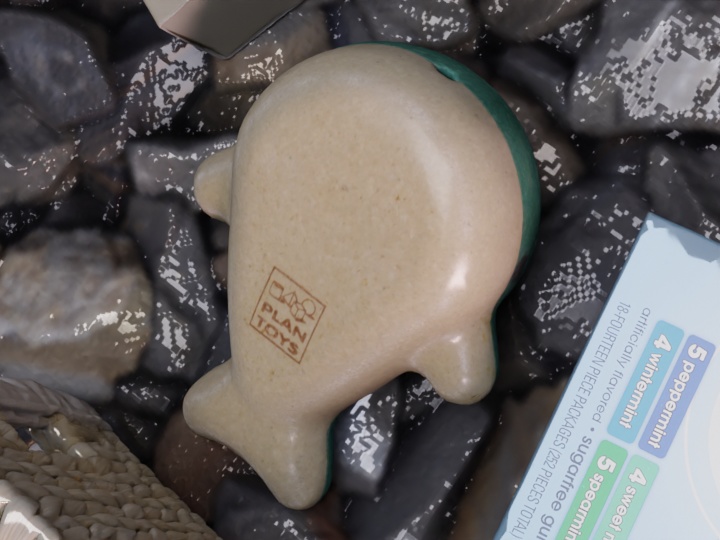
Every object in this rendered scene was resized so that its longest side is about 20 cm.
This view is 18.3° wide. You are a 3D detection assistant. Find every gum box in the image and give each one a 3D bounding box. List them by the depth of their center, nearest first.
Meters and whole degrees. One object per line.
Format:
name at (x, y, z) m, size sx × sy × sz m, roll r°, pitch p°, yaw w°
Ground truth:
gum box at (0.162, 0.098, 0.841) m, size 0.199 × 0.045 × 0.171 m, roll 26°, pitch 86°, yaw 13°

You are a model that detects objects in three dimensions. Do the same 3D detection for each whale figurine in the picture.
whale figurine at (0.000, 0.000, 0.933) m, size 0.159 × 0.104 × 0.201 m, roll 35°, pitch 117°, yaw 19°

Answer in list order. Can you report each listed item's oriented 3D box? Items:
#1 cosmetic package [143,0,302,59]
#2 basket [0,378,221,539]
cosmetic package at (-0.083, -0.208, 0.991) m, size 0.103 × 0.073 × 0.201 m, roll -37°, pitch 71°, yaw 14°
basket at (-0.146, 0.162, 0.863) m, size 0.160 × 0.198 × 0.201 m, roll 36°, pitch 93°, yaw 17°
